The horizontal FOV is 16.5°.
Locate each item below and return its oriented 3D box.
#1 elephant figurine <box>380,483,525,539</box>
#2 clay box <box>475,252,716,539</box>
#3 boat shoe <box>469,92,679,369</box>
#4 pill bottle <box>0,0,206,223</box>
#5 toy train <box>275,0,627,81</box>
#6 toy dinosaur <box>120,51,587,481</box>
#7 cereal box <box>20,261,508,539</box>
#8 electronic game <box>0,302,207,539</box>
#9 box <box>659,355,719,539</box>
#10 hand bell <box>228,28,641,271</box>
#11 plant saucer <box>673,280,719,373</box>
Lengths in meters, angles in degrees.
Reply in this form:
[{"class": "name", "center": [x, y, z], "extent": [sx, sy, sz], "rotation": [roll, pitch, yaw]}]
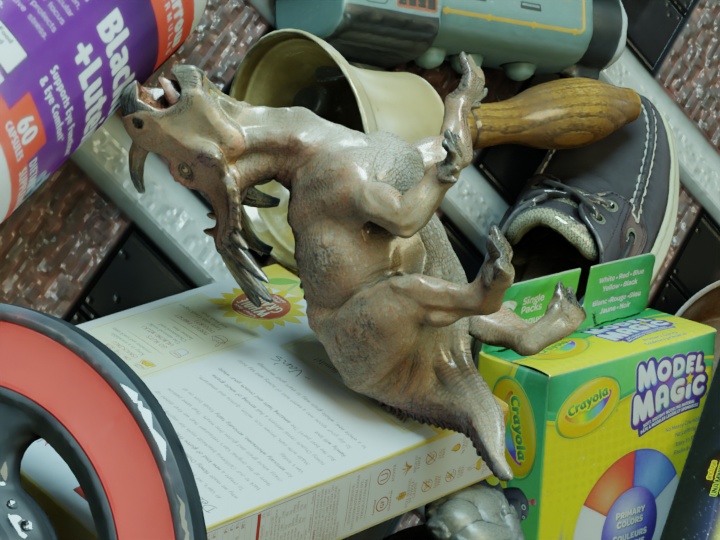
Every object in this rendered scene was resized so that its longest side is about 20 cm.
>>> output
[{"class": "elephant figurine", "center": [-0.032, 0.151, 1.001], "extent": [0.199, 0.156, 0.142], "rotation": [0, 43, -13]}, {"class": "clay box", "center": [0.103, 0.100, 1.114], "extent": [0.114, 0.047, 0.201], "rotation": [-13, 113, -42]}, {"class": "boat shoe", "center": [0.096, -0.008, 1.157], "extent": [0.201, 0.072, 0.065], "rotation": [-64, 152, -23]}, {"class": "pill bottle", "center": [-0.130, -0.109, 0.983], "extent": [0.112, 0.111, 0.200], "rotation": [53, 54, -17]}, {"class": "toy train", "center": [0.044, -0.147, 1.147], "extent": [0.199, 0.085, 0.115], "rotation": [6, 80, -35]}, {"class": "toy dinosaur", "center": [0.000, 0.000, 0.969], "extent": [0.201, 0.135, 0.086], "rotation": [66, 20, 8]}, {"class": "cereal box", "center": [-0.060, 0.063, 0.987], "extent": [0.199, 0.144, 0.040], "rotation": [-18, 128, -38]}, {"class": "electronic game", "center": [-0.142, 0.111, 0.879], "extent": [0.042, 0.199, 0.201], "rotation": [15, 69, -62]}, {"class": "box", "center": [0.181, 0.118, 1.143], "extent": [0.201, 0.040, 0.137], "rotation": [-67, 151, -27]}, {"class": "hand bell", "center": [0.049, -0.066, 1.115], "extent": [0.199, 0.104, 0.105], "rotation": [-11, 87, -37]}, {"class": "plant saucer", "center": [0.200, 0.103, 1.248], "extent": [0.199, 0.034, 0.202], "rotation": [10, 74, -38]}]
